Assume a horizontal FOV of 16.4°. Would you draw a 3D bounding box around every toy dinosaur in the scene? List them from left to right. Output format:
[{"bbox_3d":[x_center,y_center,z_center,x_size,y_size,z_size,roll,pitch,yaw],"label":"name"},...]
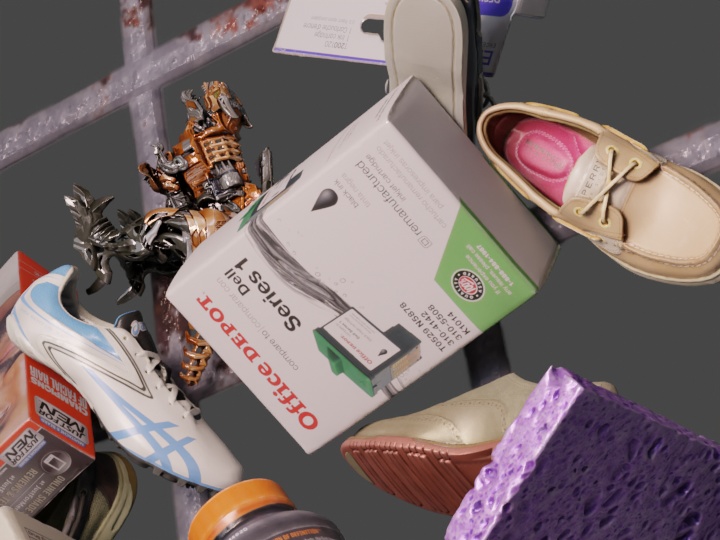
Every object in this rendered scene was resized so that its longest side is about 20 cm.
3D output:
[{"bbox_3d":[-0.122,-0.029,1.714,0.135,0.102,0.201,-7,54,21],"label":"toy dinosaur"}]

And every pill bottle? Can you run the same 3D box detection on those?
[{"bbox_3d":[-0.035,0.222,1.545,0.106,0.106,0.200,-47,52,16],"label":"pill bottle"}]

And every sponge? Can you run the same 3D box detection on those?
[{"bbox_3d":[0.139,0.129,1.375,0.030,0.200,0.112,38,99,42],"label":"sponge"}]

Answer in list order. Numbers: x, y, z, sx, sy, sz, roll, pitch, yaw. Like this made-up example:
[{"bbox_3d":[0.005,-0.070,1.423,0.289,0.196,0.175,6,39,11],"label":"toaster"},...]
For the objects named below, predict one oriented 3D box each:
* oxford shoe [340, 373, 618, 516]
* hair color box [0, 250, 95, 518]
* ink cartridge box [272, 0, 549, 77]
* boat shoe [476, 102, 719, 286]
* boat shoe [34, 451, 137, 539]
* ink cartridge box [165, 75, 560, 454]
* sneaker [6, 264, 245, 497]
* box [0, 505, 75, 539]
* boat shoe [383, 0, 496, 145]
[{"bbox_3d":[0.077,0.104,1.535,0.199,0.071,0.074,-2,49,39],"label":"oxford shoe"},{"bbox_3d":[-0.248,0.090,1.744,0.111,0.064,0.200,-44,32,18],"label":"hair color box"},{"bbox_3d":[0.049,-0.226,1.670,0.198,0.043,0.201,11,81,40],"label":"ink cartridge box"},{"bbox_3d":[0.146,-0.049,1.515,0.200,0.069,0.074,27,93,41],"label":"boat shoe"},{"bbox_3d":[-0.232,0.208,1.732,0.072,0.066,0.201,39,99,42],"label":"boat shoe"},{"bbox_3d":[0.000,0.000,1.555,0.200,0.146,0.084,-38,10,26],"label":"ink cartridge box"},{"bbox_3d":[-0.150,0.076,1.669,0.200,0.072,0.073,42,99,7],"label":"sneaker"},{"bbox_3d":[-0.199,0.273,1.600,0.109,0.128,0.200,-38,57,8],"label":"box"},{"bbox_3d":[0.045,-0.108,1.579,0.075,0.201,0.062,13,38,21],"label":"boat shoe"}]
